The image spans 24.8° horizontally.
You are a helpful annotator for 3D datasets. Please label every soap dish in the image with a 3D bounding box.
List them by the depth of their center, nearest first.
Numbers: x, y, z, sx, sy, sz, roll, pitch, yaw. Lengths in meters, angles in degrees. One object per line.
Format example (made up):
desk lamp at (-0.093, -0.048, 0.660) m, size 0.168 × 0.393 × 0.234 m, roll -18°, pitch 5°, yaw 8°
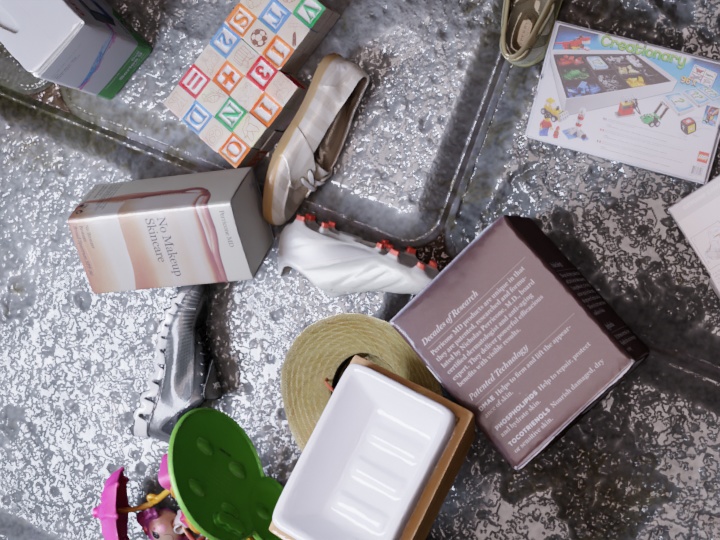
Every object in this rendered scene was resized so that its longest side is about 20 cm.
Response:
soap dish at (0.016, 0.207, 1.642) m, size 0.156 × 0.081 × 0.201 m, roll 24°, pitch 84°, yaw 34°

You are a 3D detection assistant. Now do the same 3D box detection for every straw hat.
straw hat at (0.013, 0.128, 1.768) m, size 0.199 × 0.085 × 0.203 m, roll 7°, pitch 109°, yaw 21°

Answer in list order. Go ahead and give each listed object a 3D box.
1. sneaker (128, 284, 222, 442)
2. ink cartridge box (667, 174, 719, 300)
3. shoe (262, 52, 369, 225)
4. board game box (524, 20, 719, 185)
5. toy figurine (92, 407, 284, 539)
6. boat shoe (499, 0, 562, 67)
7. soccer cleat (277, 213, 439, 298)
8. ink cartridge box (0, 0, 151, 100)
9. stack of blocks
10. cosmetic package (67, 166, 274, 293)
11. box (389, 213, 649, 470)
sneaker at (-0.189, 0.106, 1.838) m, size 0.090 × 0.066 × 0.202 m, roll 20°, pitch 99°, yaw 11°
ink cartridge box at (0.441, -0.041, 1.669) m, size 0.199 × 0.044 × 0.175 m, roll -33°, pitch 81°, yaw 14°
shoe at (-0.050, -0.138, 1.792) m, size 0.053 × 0.070 × 0.202 m, roll 26°, pitch 95°, yaw 22°
board game box at (0.284, -0.176, 1.716) m, size 0.198 × 0.035 × 0.128 m, roll 17°, pitch 95°, yaw 15°
toy figurine at (-0.203, 0.264, 1.818) m, size 0.183 × 0.200 × 0.151 m, roll -24°, pitch 42°, yaw 33°
boat shoe at (0.188, -0.317, 1.728) m, size 0.073 × 0.063 × 0.203 m, roll 18°, pitch 95°, yaw 15°
soccer cleat at (0.000, 0.000, 1.784) m, size 0.198 × 0.069 × 0.078 m, roll 20°, pitch 100°, yaw 22°
ink cartridge box at (-0.336, -0.276, 1.805) m, size 0.145 × 0.200 × 0.088 m, roll 45°, pitch 101°, yaw 11°
stack of blocks at (-0.110, -0.225, 1.814) m, size 0.115 × 0.059 × 0.201 m, roll 40°, pitch 100°, yaw 12°
cosmetic package at (-0.208, -0.043, 1.806) m, size 0.198 × 0.087 × 0.104 m, roll -7°, pitch 118°, yaw 19°
box at (0.168, 0.070, 1.682) m, size 0.164 × 0.166 × 0.200 m, roll -44°, pitch 79°, yaw 12°
